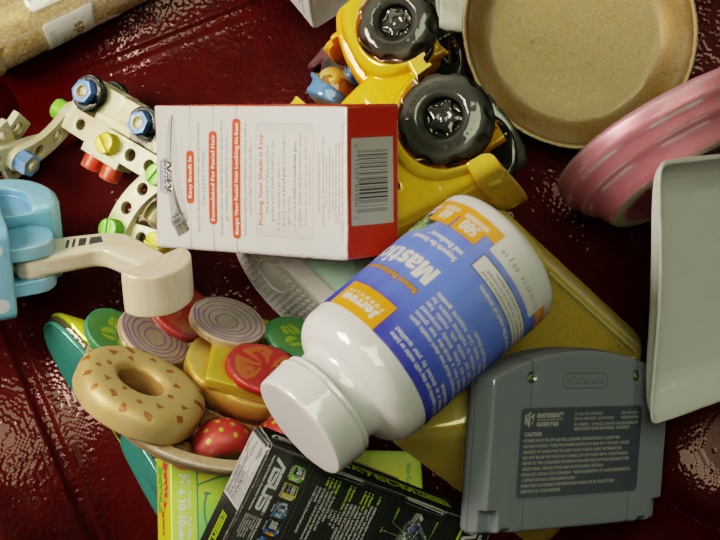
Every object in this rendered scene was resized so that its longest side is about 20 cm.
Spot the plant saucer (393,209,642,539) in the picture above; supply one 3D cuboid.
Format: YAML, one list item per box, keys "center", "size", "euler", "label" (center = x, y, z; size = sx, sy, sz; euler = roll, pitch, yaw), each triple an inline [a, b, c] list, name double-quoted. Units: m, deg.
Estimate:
- center: [0.136, 0.087, 1.474]
  size: [0.200, 0.048, 0.201]
  euler: [39, 69, -38]
  label: "plant saucer"

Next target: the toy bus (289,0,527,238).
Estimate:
- center: [0.008, -0.105, 1.488]
  size: [0.192, 0.136, 0.201]
  euler: [-30, 73, 9]
  label: "toy bus"

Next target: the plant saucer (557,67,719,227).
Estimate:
- center: [0.253, -0.093, 1.518]
  size: [0.200, 0.201, 0.051]
  euler: [-24, 76, -10]
  label: "plant saucer"

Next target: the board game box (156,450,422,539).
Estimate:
- center: [-0.052, 0.188, 1.457]
  size: [0.199, 0.048, 0.102]
  euler: [3, 71, -18]
  label: "board game box"

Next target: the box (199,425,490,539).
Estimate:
- center: [-0.031, 0.237, 1.403]
  size: [0.193, 0.048, 0.201]
  euler: [22, 98, -25]
  label: "box"

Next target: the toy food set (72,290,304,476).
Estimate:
- center: [-0.116, 0.080, 1.453]
  size: [0.199, 0.049, 0.198]
  euler: [15, 31, -6]
  label: "toy food set"

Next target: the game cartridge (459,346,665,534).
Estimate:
- center: [0.153, 0.124, 1.438]
  size: [0.199, 0.041, 0.134]
  euler: [3, 88, -42]
  label: "game cartridge"

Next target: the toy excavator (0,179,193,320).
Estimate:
- center: [-0.244, -0.017, 1.477]
  size: [0.199, 0.100, 0.195]
  euler: [-12, 31, -16]
  label: "toy excavator"

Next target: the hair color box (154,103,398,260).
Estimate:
- center: [-0.064, -0.069, 1.433]
  size: [0.199, 0.064, 0.111]
  euler: [5, 98, 40]
  label: "hair color box"

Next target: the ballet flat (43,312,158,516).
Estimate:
- center: [-0.171, 0.110, 1.509]
  size: [0.067, 0.067, 0.200]
  euler: [-29, 80, -33]
  label: "ballet flat"

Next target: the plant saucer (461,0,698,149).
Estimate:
- center: [0.179, -0.199, 1.604]
  size: [0.199, 0.035, 0.201]
  euler: [0, 88, -8]
  label: "plant saucer"

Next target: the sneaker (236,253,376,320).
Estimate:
- center: [0.000, 0.000, 1.548]
  size: [0.200, 0.074, 0.118]
  euler: [34, 60, 14]
  label: "sneaker"

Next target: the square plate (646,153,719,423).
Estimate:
- center: [0.278, 0.003, 1.495]
  size: [0.200, 0.028, 0.199]
  euler: [-11, 107, -45]
  label: "square plate"

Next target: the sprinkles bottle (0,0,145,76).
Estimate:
- center: [-0.229, -0.233, 1.596]
  size: [0.199, 0.068, 0.068]
  euler: [-28, 77, -11]
  label: "sprinkles bottle"

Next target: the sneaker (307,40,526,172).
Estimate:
- center: [0.036, -0.124, 1.587]
  size: [0.115, 0.076, 0.200]
  euler: [-42, 70, -9]
  label: "sneaker"

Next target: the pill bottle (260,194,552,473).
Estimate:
- center: [0.030, 0.047, 1.349]
  size: [0.200, 0.112, 0.112]
  euler: [-39, 80, -20]
  label: "pill bottle"

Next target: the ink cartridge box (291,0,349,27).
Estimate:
- center: [-0.041, -0.327, 1.615]
  size: [0.146, 0.083, 0.200]
  euler: [-34, 70, -12]
  label: "ink cartridge box"

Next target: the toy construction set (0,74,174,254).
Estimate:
- center: [-0.207, -0.080, 1.548]
  size: [0.199, 0.092, 0.132]
  euler: [28, 99, 12]
  label: "toy construction set"

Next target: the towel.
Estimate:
- center: [0.132, -0.288, 1.655]
  size: [0.199, 0.035, 0.193]
  euler: [2, 74, -3]
  label: "towel"
